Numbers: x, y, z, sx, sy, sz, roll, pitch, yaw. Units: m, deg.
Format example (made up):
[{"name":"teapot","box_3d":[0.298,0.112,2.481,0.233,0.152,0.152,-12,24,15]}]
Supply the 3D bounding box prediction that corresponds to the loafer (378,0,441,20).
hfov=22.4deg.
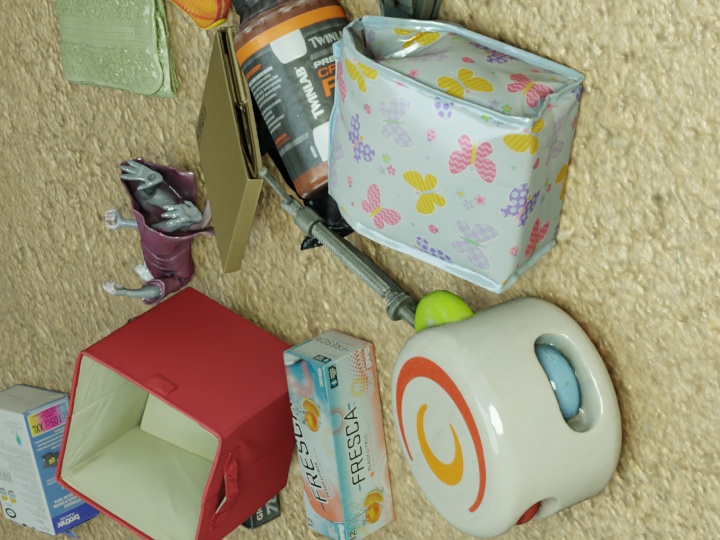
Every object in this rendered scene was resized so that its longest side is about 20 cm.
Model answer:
[{"name":"loafer","box_3d":[0.030,-0.278,1.497,0.072,0.063,0.201,35,133,37]}]

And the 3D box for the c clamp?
[{"name":"c clamp","box_3d":[0.000,0.000,1.628,0.200,0.027,0.171,42,-179,24]}]

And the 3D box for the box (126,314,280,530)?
[{"name":"box","box_3d":[-0.172,0.162,2.003,0.198,0.050,0.201,22,125,46]}]

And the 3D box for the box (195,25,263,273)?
[{"name":"box","box_3d":[-0.126,-0.111,1.736,0.200,0.021,0.164,114,147,-62]}]

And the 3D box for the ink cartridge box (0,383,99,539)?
[{"name":"ink cartridge box","box_3d":[-0.412,0.256,2.335,0.136,0.076,0.201,6,111,51]}]

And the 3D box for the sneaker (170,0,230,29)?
[{"name":"sneaker","box_3d":[-0.198,-0.309,1.773,0.200,0.073,0.077,52,151,26]}]

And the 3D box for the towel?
[{"name":"towel","box_3d":[-0.263,-0.258,1.910,0.200,0.036,0.149,14,118,48]}]

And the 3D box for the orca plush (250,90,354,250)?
[{"name":"orca plush","box_3d":[-0.080,-0.114,1.718,0.105,0.071,0.201,4,111,51]}]

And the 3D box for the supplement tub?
[{"name":"supplement tub","box_3d":[-0.046,-0.172,1.615,0.107,0.107,0.201,-29,85,54]}]

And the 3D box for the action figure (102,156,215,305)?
[{"name":"action figure","box_3d":[-0.202,-0.037,1.922,0.200,0.148,0.134,91,172,-56]}]

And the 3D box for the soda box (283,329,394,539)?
[{"name":"soda box","box_3d":[-0.020,0.165,1.786,0.063,0.068,0.201,16,121,46]}]

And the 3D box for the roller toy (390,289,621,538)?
[{"name":"roller toy","box_3d":[0.125,0.122,1.519,0.182,0.139,0.201,39,139,49]}]

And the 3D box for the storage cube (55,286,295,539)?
[{"name":"storage cube","box_3d":[-0.174,0.150,1.821,0.200,0.180,0.171,29,124,21]}]

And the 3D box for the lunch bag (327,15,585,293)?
[{"name":"lunch bag","box_3d":[0.067,-0.106,1.476,0.199,0.127,0.170,21,127,23]}]
